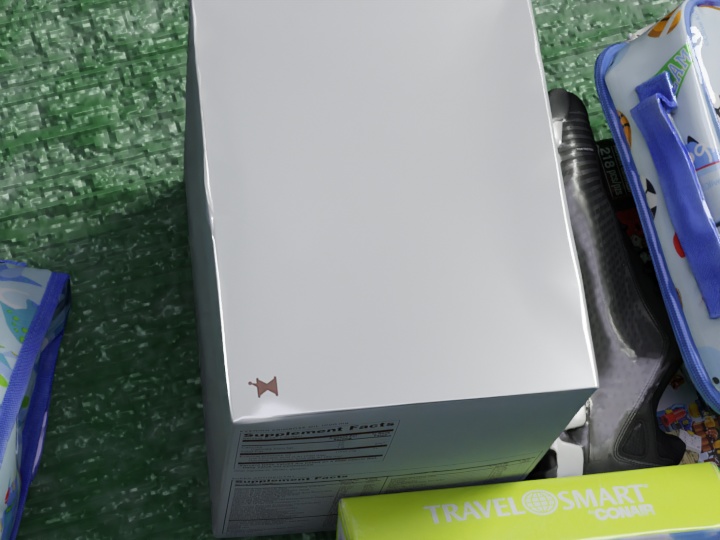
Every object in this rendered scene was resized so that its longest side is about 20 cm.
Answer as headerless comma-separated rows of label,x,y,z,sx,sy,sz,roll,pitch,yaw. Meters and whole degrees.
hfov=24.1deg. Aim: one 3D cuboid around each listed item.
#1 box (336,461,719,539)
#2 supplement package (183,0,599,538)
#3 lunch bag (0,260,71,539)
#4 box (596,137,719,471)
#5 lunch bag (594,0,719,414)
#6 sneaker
box,0.087,0.150,0.772,0.199,0.122,0.048,-4,39,-11
supplement package,0.000,0.000,0.752,0.146,0.200,0.192,-4,70,-9
lunch bag,-0.229,0.062,0.755,0.169,0.128,0.201,10,45,-5
box,0.147,0.031,0.858,0.136,0.038,0.201,-13,77,-11
lunch bag,0.187,-0.033,0.795,0.160,0.075,0.201,-4,72,-45
sneaker,0.116,0.013,0.807,0.090,0.066,0.201,0,79,-10
